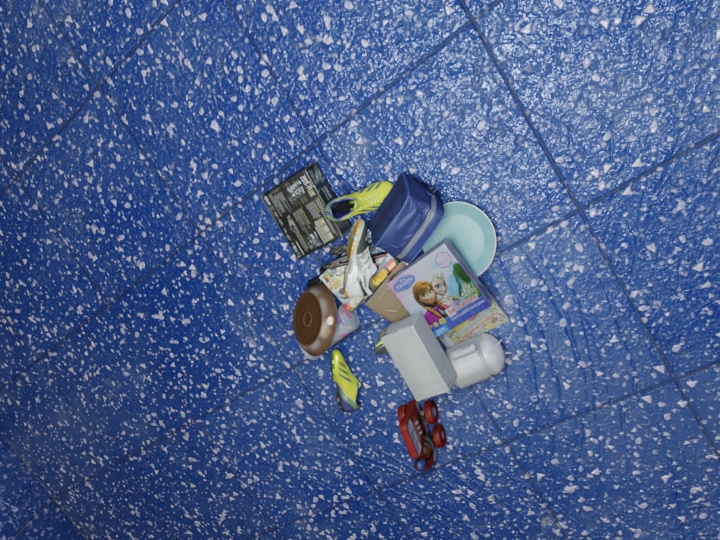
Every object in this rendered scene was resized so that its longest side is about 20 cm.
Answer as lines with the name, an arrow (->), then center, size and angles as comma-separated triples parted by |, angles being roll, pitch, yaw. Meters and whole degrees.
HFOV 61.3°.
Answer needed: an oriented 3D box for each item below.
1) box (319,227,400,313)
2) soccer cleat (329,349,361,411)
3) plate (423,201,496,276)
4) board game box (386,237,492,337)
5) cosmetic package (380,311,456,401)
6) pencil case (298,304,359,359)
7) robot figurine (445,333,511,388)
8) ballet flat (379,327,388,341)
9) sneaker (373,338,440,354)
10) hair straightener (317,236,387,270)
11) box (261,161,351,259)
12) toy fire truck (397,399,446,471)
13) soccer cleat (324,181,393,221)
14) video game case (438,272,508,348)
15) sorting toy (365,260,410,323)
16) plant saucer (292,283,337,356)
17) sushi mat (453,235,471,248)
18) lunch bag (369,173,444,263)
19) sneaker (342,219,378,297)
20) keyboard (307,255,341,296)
box -> 0.000, 0.000, 1.668 | 0.199, 0.040, 0.137 | -42, 94, 17
soccer cleat -> -0.043, 0.329, 1.837 | 0.081, 0.065, 0.206 | -12, 106, -3
plate -> 0.253, -0.077, 1.558 | 0.194, 0.026, 0.207 | 7, 108, 22
board game box -> 0.199, 0.052, 1.548 | 0.198, 0.041, 0.201 | -35, 101, 29
cosmetic package -> 0.152, 0.224, 1.575 | 0.111, 0.081, 0.204 | -22, 101, 33
pencil case -> -0.091, 0.179, 1.769 | 0.199, 0.090, 0.084 | -39, 80, 29
robot figurine -> 0.304, 0.242, 1.635 | 0.197, 0.115, 0.169 | -27, 145, 21
ballet flat -> 0.136, 0.238, 1.740 | 0.199, 0.069, 0.063 | 42, 148, 2
sneaker -> 0.131, 0.224, 1.664 | 0.194, 0.083, 0.074 | 2, 154, -13
hair straightener -> -0.029, -0.054, 1.623 | 0.194, 0.041, 0.079 | -13, 101, 18
box -> -0.145, -0.161, 1.646 | 0.161, 0.086, 0.203 | -25, 102, 27
toy fire truck -> 0.169, 0.486, 1.763 | 0.109, 0.168, 0.205 | -13, 108, 24
soccer cleat -> 0.001, -0.174, 1.554 | 0.195, 0.084, 0.066 | -21, 99, -9
video game case -> 0.265, 0.112, 1.619 | 0.197, 0.023, 0.182 | -31, 118, 28
sorting toy -> 0.135, 0.077, 1.653 | 0.183, 0.037, 0.201 | 32, 126, -13
plant saucer -> -0.138, 0.137, 1.714 | 0.197, 0.036, 0.207 | -8, 80, 49
sushi mat -> 0.226, -0.009, 1.618 | 0.197, 0.012, 0.097 | -30, 100, 28
lunch bag -> 0.125, -0.132, 1.524 | 0.130, 0.138, 0.201 | 24, 123, -21
sneaker -> 0.007, -0.031, 1.572 | 0.085, 0.076, 0.206 | 5, 107, -9
keyboard -> -0.076, 0.023, 1.728 | 0.197, 0.040, 0.106 | -27, 102, 27
